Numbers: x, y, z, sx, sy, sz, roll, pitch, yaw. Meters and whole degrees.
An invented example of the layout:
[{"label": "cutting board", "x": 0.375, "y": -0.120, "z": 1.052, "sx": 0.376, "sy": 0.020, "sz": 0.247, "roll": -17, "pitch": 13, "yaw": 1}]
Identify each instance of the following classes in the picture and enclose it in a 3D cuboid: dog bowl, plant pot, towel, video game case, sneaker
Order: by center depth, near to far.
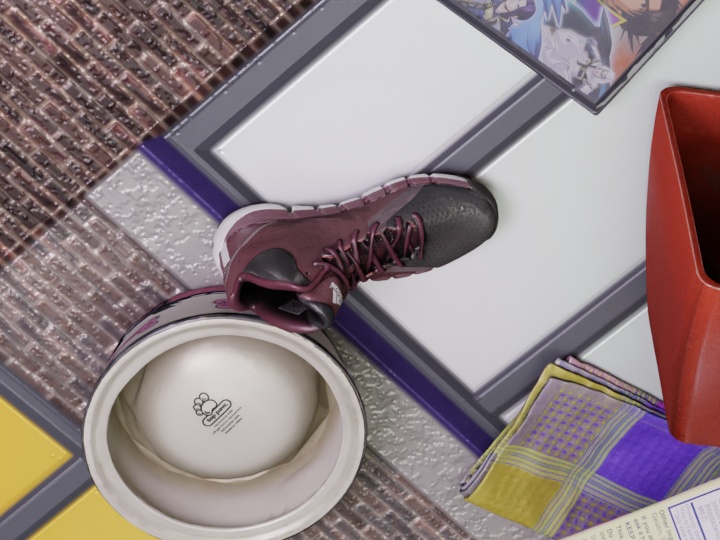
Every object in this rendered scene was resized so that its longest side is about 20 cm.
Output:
[{"label": "video game case", "x": 0.150, "y": -0.222, "z": 1.474, "sx": 0.181, "sy": 0.026, "sz": 0.200, "roll": 33, "pitch": 113, "yaw": -22}, {"label": "plant pot", "x": 0.286, "y": 0.016, "z": 1.541, "sx": 0.199, "sy": 0.200, "sz": 0.177, "roll": 7, "pitch": 132, "yaw": -9}, {"label": "sneaker", "x": 0.000, "y": 0.000, "z": 1.543, "sx": 0.199, "sy": 0.116, "sz": 0.076, "roll": -11, "pitch": 121, "yaw": 2}, {"label": "dog bowl", "x": -0.096, "y": 0.099, "z": 1.620, "sx": 0.199, "sy": 0.074, "sz": 0.201, "roll": -2, "pitch": 121, "yaw": -3}, {"label": "towel", "x": 0.186, "y": 0.155, "z": 1.705, "sx": 0.200, "sy": 0.023, "sz": 0.144, "roll": 27, "pitch": 115, "yaw": -19}]

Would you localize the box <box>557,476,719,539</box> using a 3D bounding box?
[{"label": "box", "x": 0.230, "y": 0.218, "z": 1.625, "sx": 0.199, "sy": 0.097, "sz": 0.176, "roll": -22, "pitch": 165, "yaw": 9}]
